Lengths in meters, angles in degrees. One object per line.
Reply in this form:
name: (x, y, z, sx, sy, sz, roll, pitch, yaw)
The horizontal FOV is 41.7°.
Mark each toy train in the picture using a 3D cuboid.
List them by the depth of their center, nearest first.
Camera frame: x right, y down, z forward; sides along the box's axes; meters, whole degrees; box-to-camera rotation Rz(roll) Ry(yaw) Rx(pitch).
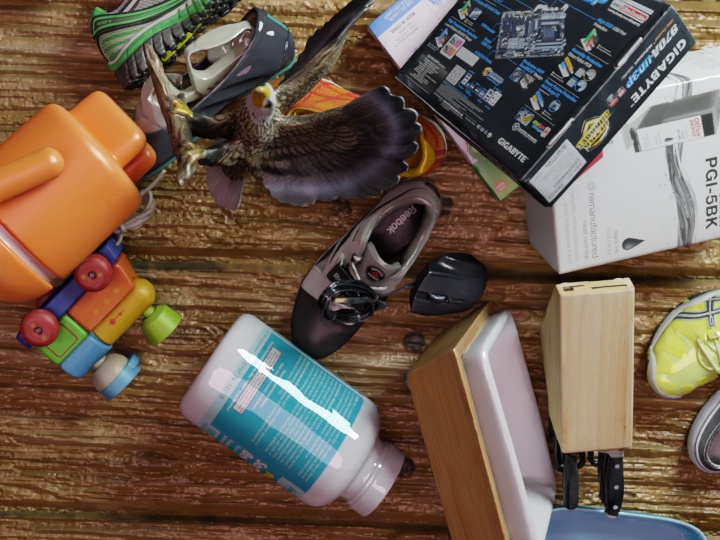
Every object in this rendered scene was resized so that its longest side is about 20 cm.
toy train: (-0.210, 0.019, 0.873, 0.200, 0.085, 0.116, -44, 106, 5)

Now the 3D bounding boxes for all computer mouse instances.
computer mouse: (0.045, 0.022, 0.824, 0.034, 0.198, 0.059, 49, 131, 32)

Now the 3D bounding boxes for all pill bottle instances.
pill bottle: (-0.058, 0.139, 0.865, 0.199, 0.111, 0.111, 36, 98, -3)

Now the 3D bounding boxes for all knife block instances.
knife block: (0.203, 0.120, 0.828, 0.063, 0.200, 0.178, -6, 69, 2)

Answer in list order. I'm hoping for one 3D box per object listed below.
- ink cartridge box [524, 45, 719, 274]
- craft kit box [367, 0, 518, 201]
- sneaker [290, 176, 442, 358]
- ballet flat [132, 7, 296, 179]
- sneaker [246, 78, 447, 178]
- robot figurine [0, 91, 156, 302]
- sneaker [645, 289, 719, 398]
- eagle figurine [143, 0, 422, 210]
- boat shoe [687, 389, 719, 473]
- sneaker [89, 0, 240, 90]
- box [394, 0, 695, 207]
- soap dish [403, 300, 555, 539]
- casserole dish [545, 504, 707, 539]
ink cartridge box: (0.244, -0.096, 0.809, 0.197, 0.083, 0.149, -13, 113, -4)
craft kit box: (0.141, -0.202, 0.846, 0.199, 0.049, 0.198, -38, 93, 6)
sneaker: (0.000, 0.000, 0.857, 0.074, 0.089, 0.201, 35, 99, -5)
ballet flat: (-0.149, -0.164, 0.843, 0.199, 0.073, 0.073, -36, 96, 3)
sneaker: (-0.021, -0.130, 0.835, 0.197, 0.077, 0.074, 11, 104, 16)
robot figurine: (-0.265, -0.057, 0.787, 0.200, 0.143, 0.117, -45, 118, -9)
sneaker: (0.347, 0.048, 0.858, 0.199, 0.076, 0.076, -38, 97, 8)
eagle figurine: (-0.061, -0.127, 0.771, 0.197, 0.151, 0.154, -16, 114, -8)
boat shoe: (0.394, 0.123, 0.872, 0.199, 0.066, 0.070, -35, 96, 6)
sneaker: (-0.158, -0.254, 0.829, 0.199, 0.078, 0.086, -39, 95, 7)
box: (0.133, -0.164, 0.739, 0.159, 0.200, 0.046, -49, 132, 8)
soap dish: (0.110, 0.145, 0.846, 0.080, 0.157, 0.203, -13, 98, 20)
casserole dish: (0.242, 0.286, 0.915, 0.196, 0.039, 0.123, 7, 99, 1)
